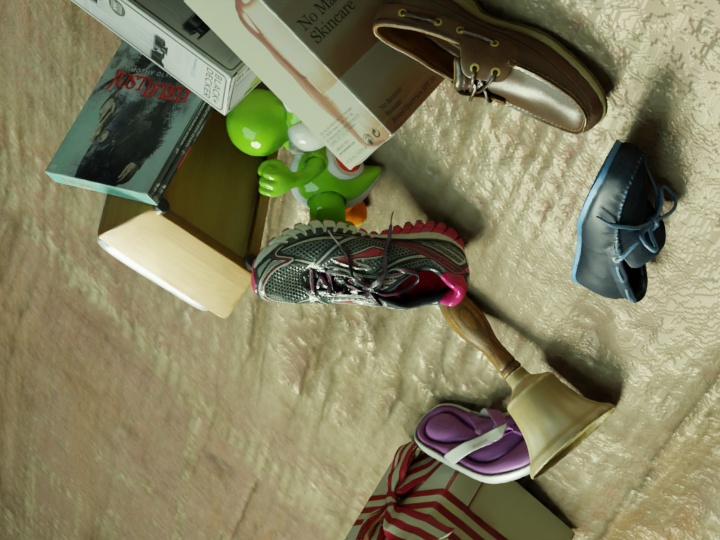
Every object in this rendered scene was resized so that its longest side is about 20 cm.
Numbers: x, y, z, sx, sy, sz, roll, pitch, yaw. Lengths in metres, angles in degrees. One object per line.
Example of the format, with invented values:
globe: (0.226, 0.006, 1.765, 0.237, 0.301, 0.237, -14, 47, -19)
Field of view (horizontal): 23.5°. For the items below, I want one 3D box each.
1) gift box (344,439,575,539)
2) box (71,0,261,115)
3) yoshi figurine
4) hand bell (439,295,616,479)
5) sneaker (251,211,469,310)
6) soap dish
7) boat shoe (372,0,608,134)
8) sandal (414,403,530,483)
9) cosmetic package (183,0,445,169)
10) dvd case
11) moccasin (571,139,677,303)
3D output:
gift box: (0.099, 0.283, 1.838, 0.187, 0.185, 0.200, 41, 148, -16)
box: (-0.156, -0.239, 1.506, 0.200, 0.117, 0.060, 36, 150, 10)
yoshi figurine: (-0.063, -0.101, 1.592, 0.112, 0.112, 0.200, 23, 143, 42)
hand bell: (0.137, 0.089, 1.645, 0.200, 0.104, 0.104, 49, 153, 14)
sneaker: (0.000, 0.000, 1.570, 0.200, 0.075, 0.081, -6, 130, -3)
soap dish: (-0.155, -0.078, 1.614, 0.081, 0.200, 0.157, -25, 133, 38)
boat shoe: (0.098, -0.160, 1.355, 0.200, 0.068, 0.072, 34, 150, 15)
sandal: (0.116, 0.167, 1.745, 0.050, 0.083, 0.202, 44, 155, -29)
cosmetic package: (-0.033, -0.196, 1.432, 0.200, 0.103, 0.087, 44, 149, -6)
dvd case: (-0.189, -0.157, 1.574, 0.146, 0.200, 0.022, 14, 158, 40)
moccasin: (0.216, -0.039, 1.383, 0.068, 0.081, 0.200, 27, 162, 16)
